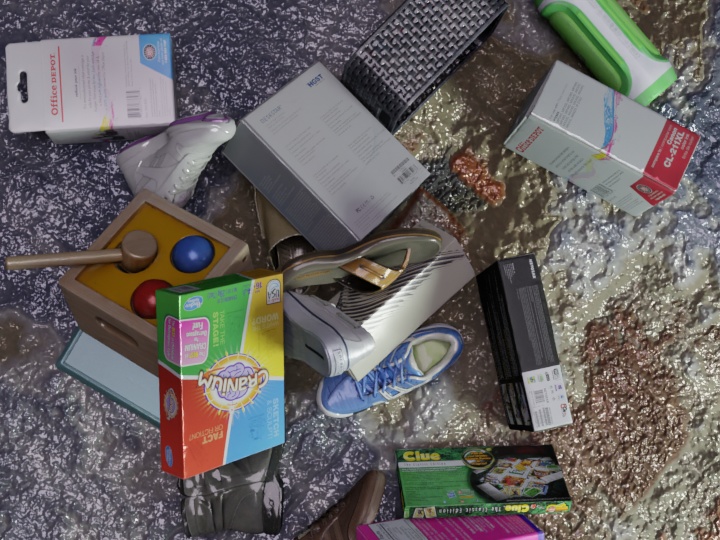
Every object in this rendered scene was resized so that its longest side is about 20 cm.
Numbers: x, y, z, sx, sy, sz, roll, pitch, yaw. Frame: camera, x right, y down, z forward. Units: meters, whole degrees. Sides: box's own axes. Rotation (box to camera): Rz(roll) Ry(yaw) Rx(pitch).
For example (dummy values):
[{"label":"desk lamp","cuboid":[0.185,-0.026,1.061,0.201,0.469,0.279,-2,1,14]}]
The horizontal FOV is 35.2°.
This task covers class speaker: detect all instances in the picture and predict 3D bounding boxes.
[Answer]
[{"label":"speaker","cuboid":[0.311,-0.297,1.448,0.088,0.088,0.200,-40,88,-8]}]

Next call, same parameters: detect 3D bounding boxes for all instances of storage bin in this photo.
[{"label":"storage bin","cuboid":[0.076,-0.274,1.399,0.094,0.135,0.200,43,82,1]}]

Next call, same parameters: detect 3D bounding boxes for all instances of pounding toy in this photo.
[{"label":"pounding toy","cuboid":[-0.255,0.008,1.291,0.199,0.143,0.185,27,61,20]}]

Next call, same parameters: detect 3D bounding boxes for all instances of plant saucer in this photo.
[{"label":"plant saucer","cuboid":[-0.271,0.136,1.382,0.199,0.019,0.070,30,81,0]}]

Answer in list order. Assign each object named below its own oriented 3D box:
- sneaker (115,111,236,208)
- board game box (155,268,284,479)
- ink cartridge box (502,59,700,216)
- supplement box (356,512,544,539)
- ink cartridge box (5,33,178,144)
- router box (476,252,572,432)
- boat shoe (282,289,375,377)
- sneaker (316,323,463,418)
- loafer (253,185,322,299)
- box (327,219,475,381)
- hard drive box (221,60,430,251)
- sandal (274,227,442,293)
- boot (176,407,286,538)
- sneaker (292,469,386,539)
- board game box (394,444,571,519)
[{"label":"sneaker","cuboid":[-0.208,-0.127,1.353,0.075,0.199,0.101,-21,92,-46]},{"label":"board game box","cuboid":[-0.150,0.109,1.246,0.152,0.040,0.202,-13,108,-46]},{"label":"ink cartridge box","cuboid":[0.292,-0.160,1.399,0.199,0.146,0.083,28,80,-1]},{"label":"supplement box","cuboid":[0.102,0.344,1.311,0.198,0.103,0.102,-6,103,-18]},{"label":"ink cartridge box","cuboid":[-0.326,-0.221,1.394,0.198,0.068,0.117,-4,83,-6]},{"label":"router box","cuboid":[0.193,0.089,1.359,0.050,0.149,0.202,-11,84,-5]},{"label":"boat shoe","cuboid":[-0.051,0.068,1.297,0.066,0.200,0.074,-15,118,-25]},{"label":"sneaker","cuboid":[0.035,0.116,1.379,0.199,0.077,0.076,-28,88,-6]},{"label":"loafer","cuboid":[-0.084,-0.048,1.394,0.075,0.067,0.202,-15,85,-6]},{"label":"box","cuboid":[0.036,0.034,1.371,0.200,0.082,0.069,-42,127,-13]},{"label":"hard drive box","cuboid":[-0.040,-0.130,1.373,0.200,0.077,0.156,46,54,1]},{"label":"sandal","cuboid":[0.000,0.000,1.300,0.198,0.082,0.055,-12,69,-13]},{"label":"boot","cuboid":[-0.155,0.220,1.358,0.129,0.068,0.202,2,83,-1]},{"label":"sneaker","cuboid":[-0.038,0.320,1.352,0.075,0.070,0.201,27,81,0]},{"label":"board game box","cuboid":[0.144,0.252,1.364,0.198,0.105,0.024,-1,124,-4]}]
